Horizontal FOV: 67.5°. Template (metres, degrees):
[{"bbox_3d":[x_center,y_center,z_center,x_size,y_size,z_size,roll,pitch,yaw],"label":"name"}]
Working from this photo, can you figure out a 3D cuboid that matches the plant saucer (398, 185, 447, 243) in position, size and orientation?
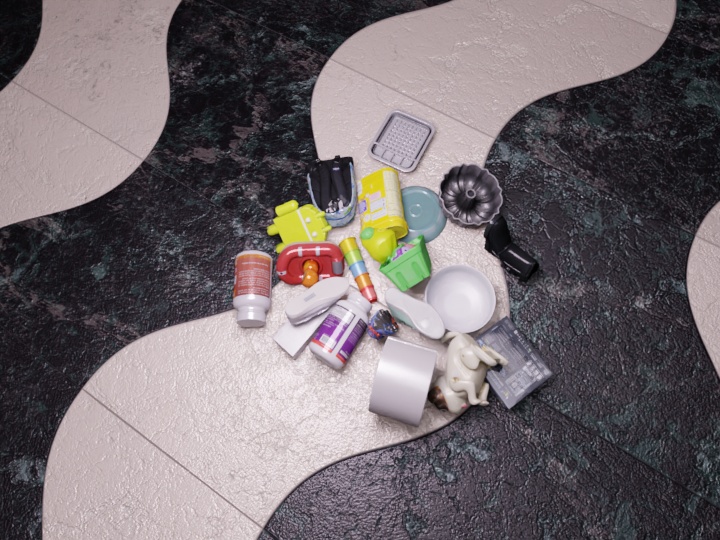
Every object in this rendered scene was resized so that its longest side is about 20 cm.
[{"bbox_3d":[0.170,-0.179,1.658,0.195,0.036,0.204,-2,69,4],"label":"plant saucer"}]

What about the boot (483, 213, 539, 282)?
[{"bbox_3d":[0.425,-0.058,1.513,0.073,0.199,0.162,-42,65,-9],"label":"boot"}]

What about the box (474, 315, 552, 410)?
[{"bbox_3d":[0.397,0.251,1.469,0.156,0.051,0.201,-34,71,-9],"label":"box"}]

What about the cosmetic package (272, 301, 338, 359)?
[{"bbox_3d":[-0.154,0.149,1.547,0.082,0.051,0.201,38,76,14],"label":"cosmetic package"}]

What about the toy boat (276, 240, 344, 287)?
[{"bbox_3d":[-0.145,-0.002,1.548,0.195,0.133,0.132,-2,37,4],"label":"toy boat"}]

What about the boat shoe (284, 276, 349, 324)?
[{"bbox_3d":[-0.117,0.089,1.504,0.198,0.069,0.072,-33,57,-21],"label":"boat shoe"}]

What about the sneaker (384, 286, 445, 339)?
[{"bbox_3d":[0.156,0.130,1.491,0.199,0.119,0.074,37,76,26],"label":"sneaker"}]

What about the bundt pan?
[{"bbox_3d":[0.322,-0.217,1.629,0.197,0.076,0.206,2,72,-7],"label":"bundt pan"}]

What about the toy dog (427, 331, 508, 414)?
[{"bbox_3d":[0.255,0.278,1.400,0.192,0.139,0.203,34,101,24],"label":"toy dog"}]

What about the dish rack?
[{"bbox_3d":[0.133,-0.412,1.745,0.169,0.044,0.202,26,73,14],"label":"dish rack"}]

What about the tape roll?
[{"bbox_3d":[0.111,0.286,1.397,0.136,0.203,0.206,14,70,10],"label":"tape roll"}]

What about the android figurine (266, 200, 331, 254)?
[{"bbox_3d":[-0.179,-0.118,1.600,0.196,0.041,0.185,-16,108,22],"label":"android figurine"}]

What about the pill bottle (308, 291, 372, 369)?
[{"bbox_3d":[-0.050,0.164,1.501,0.111,0.113,0.202,30,73,14],"label":"pill bottle"}]

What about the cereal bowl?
[{"bbox_3d":[0.277,0.089,1.522,0.195,0.084,0.204,-1,70,3],"label":"cereal bowl"}]

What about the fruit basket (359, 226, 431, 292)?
[{"bbox_3d":[0.101,-0.058,1.510,0.154,0.215,0.218,-31,69,14],"label":"fruit basket"}]

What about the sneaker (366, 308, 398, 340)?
[{"bbox_3d":[0.054,0.156,1.461,0.078,0.200,0.076,-38,78,5],"label":"sneaker"}]

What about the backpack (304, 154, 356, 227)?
[{"bbox_3d":[-0.080,-0.233,1.650,0.160,0.155,0.202,-12,47,-4],"label":"backpack"}]

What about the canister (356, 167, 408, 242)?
[{"bbox_3d":[0.061,-0.191,1.624,0.147,0.086,0.204,-20,63,30],"label":"canister"}]

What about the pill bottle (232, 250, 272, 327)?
[{"bbox_3d":[-0.312,0.055,1.561,0.110,0.113,0.204,-3,68,3],"label":"pill bottle"}]

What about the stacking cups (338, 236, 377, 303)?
[{"bbox_3d":[0.000,0.000,1.594,0.060,0.061,0.203,-24,73,-5],"label":"stacking cups"}]
